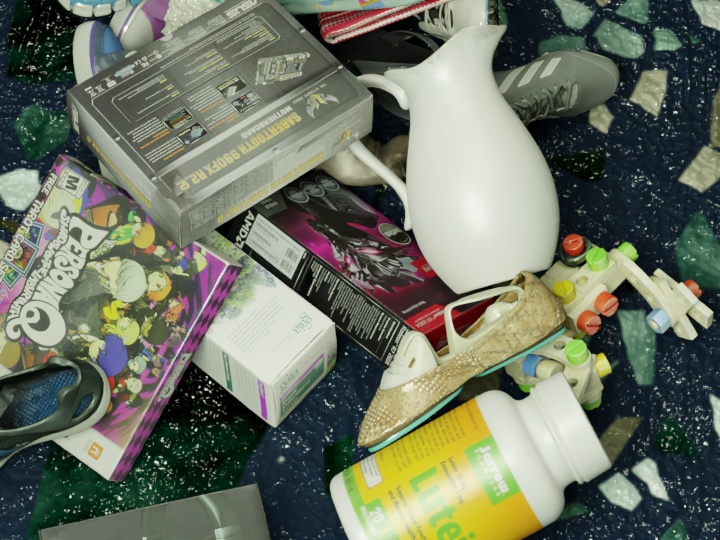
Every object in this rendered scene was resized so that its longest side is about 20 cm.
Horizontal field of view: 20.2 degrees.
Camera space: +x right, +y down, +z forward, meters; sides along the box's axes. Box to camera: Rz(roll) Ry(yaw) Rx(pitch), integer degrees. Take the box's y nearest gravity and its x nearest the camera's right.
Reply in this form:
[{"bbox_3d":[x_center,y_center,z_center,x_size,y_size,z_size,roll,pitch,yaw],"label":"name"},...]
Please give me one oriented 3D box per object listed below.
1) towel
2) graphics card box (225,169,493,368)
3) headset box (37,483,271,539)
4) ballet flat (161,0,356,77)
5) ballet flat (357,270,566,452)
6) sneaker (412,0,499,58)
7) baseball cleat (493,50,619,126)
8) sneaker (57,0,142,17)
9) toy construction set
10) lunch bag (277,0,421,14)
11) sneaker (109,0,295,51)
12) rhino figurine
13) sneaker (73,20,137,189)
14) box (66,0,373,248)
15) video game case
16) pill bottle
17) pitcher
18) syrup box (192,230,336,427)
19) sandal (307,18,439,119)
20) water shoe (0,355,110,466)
[{"bbox_3d":[0.025,-0.269,1.821,0.143,0.023,0.201,-20,27,6],"label":"towel"},{"bbox_3d":[0.000,0.000,1.676,0.199,0.051,0.125,36,31,20],"label":"graphics card box"},{"bbox_3d":[-0.140,0.270,1.506,0.172,0.093,0.201,-12,59,-9],"label":"headset box"},{"bbox_3d":[-0.090,-0.183,1.751,0.199,0.072,0.072,32,62,21],"label":"ballet flat"},{"bbox_3d":[0.069,0.064,1.575,0.199,0.070,0.066,-32,99,-19],"label":"ballet flat"},{"bbox_3d":[0.081,-0.231,1.804,0.072,0.073,0.200,-6,19,-9],"label":"sneaker"},{"bbox_3d":[0.141,-0.140,1.779,0.198,0.070,0.107,-8,42,-8],"label":"baseball cleat"},{"bbox_3d":[-0.172,-0.287,1.775,0.199,0.087,0.075,-24,69,-22],"label":"sneaker"},{"bbox_3d":[0.193,0.044,1.662,0.199,0.093,0.131,-31,42,-27],"label":"toy construction set"},{"bbox_3d":[-0.004,-0.289,1.768,0.198,0.078,0.161,-2,35,33],"label":"lunch bag"},{"bbox_3d":[-0.131,-0.238,1.842,0.200,0.073,0.114,-39,70,-23],"label":"sneaker"},{"bbox_3d":[-0.015,-0.115,1.774,0.198,0.060,0.088,19,55,8],"label":"rhino figurine"},{"bbox_3d":[-0.161,-0.145,1.754,0.145,0.081,0.202,-19,68,9],"label":"sneaker"},{"bbox_3d":[-0.112,-0.129,1.631,0.199,0.049,0.158,-33,63,-23],"label":"box"},{"bbox_3d":[-0.216,0.037,1.624,0.180,0.036,0.201,32,95,19],"label":"video game case"},{"bbox_3d":[0.086,0.161,1.539,0.199,0.111,0.112,-29,61,4],"label":"pill bottle"},{"bbox_3d":[0.070,-0.082,1.657,0.170,0.121,0.202,-17,88,32],"label":"pitcher"},{"bbox_3d":[-0.118,0.030,1.665,0.199,0.082,0.079,37,66,19],"label":"syrup box"},{"bbox_3d":[0.025,-0.182,1.751,0.199,0.043,0.076,26,55,34],"label":"sandal"},{"bbox_3d":[-0.294,0.114,1.575,0.199,0.079,0.072,-26,67,10],"label":"water shoe"}]
